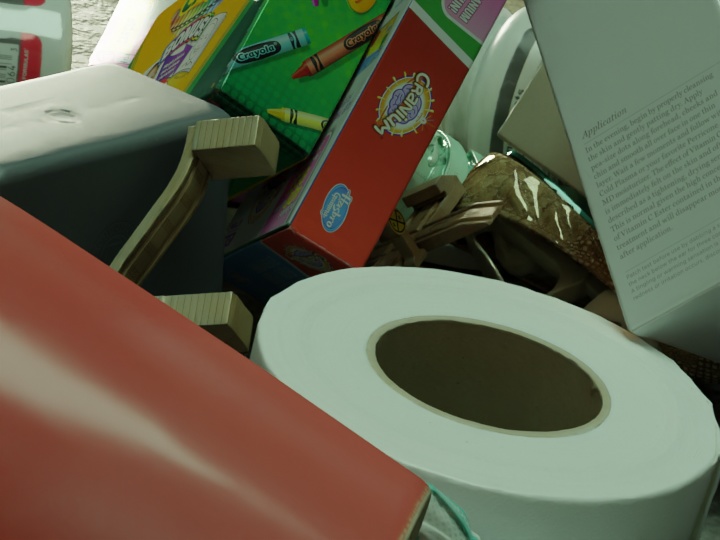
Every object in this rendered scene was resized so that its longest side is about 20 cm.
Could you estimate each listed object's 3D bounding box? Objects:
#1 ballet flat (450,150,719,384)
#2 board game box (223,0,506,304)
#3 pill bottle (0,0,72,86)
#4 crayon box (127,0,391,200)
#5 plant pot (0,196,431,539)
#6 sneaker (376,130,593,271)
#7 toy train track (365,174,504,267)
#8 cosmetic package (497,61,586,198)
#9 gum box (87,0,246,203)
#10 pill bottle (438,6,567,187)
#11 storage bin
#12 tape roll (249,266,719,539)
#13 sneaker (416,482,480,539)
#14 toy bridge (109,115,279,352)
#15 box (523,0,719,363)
[{"bbox_3d":[0.115,0.012,1.214,0.065,0.071,0.200,-39,51,-16],"label":"ballet flat"},{"bbox_3d":[0.006,-0.085,1.159,0.040,0.200,0.153,31,-14,-12],"label":"board game box"},{"bbox_3d":[-0.258,-0.107,1.279,0.199,0.111,0.111,5,23,-12],"label":"pill bottle"},{"bbox_3d":[-0.066,-0.095,1.189,0.058,0.119,0.200,35,-26,-17],"label":"crayon box"},{"bbox_3d":[-0.084,0.099,0.768,0.177,0.201,0.200,23,24,6],"label":"plant pot"},{"bbox_3d":[0.045,-0.069,1.299,0.200,0.119,0.074,5,21,-14],"label":"sneaker"},{"bbox_3d":[0.000,0.000,1.164,0.114,0.033,0.200,-23,18,35],"label":"toy train track"},{"bbox_3d":[0.181,-0.042,1.253,0.200,0.071,0.105,36,11,19],"label":"cosmetic package"},{"bbox_3d":[-0.096,-0.110,1.406,0.113,0.066,0.200,11,22,-2],"label":"gum box"},{"bbox_3d":[0.132,-0.090,1.392,0.199,0.114,0.113,19,24,21],"label":"pill bottle"},{"bbox_3d":[-0.148,-0.012,1.063,0.145,0.135,0.200,24,25,32],"label":"storage bin"},{"bbox_3d":[0.047,0.073,1.004,0.202,0.071,0.203,12,23,-5],"label":"tape roll"},{"bbox_3d":[0.033,0.120,0.878,0.199,0.089,0.075,9,21,-2],"label":"sneaker"},{"bbox_3d":[-0.080,0.022,0.999,0.067,0.027,0.201,-4,59,20],"label":"toy bridge"},{"bbox_3d":[0.167,-0.066,1.116,0.124,0.097,0.201,19,48,-48],"label":"box"}]
